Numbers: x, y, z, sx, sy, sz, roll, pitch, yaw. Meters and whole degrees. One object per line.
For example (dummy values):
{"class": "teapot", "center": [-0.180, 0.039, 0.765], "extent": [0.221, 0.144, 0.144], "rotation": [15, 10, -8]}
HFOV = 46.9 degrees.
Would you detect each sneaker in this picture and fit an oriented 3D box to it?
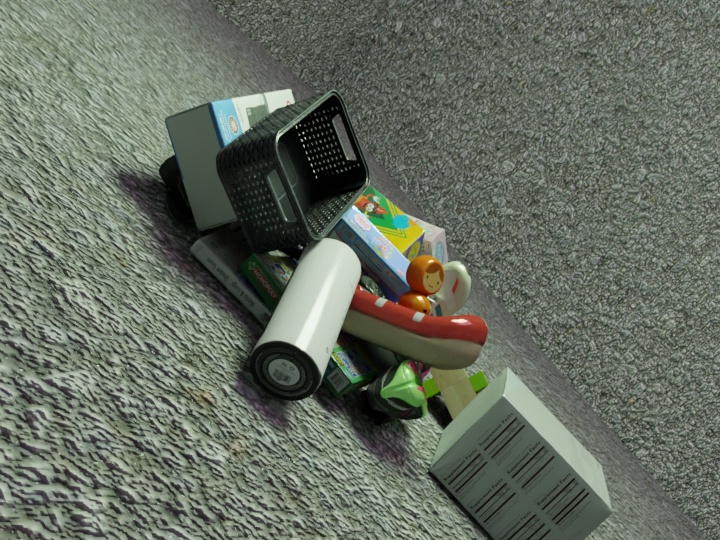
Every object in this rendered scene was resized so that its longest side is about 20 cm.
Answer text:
{"class": "sneaker", "center": [-0.211, -0.101, 1.152], "extent": [0.105, 0.060, 0.199], "rotation": [50, 16, 20]}
{"class": "sneaker", "center": [0.024, 0.111, 1.192], "extent": [0.203, 0.090, 0.076], "rotation": [61, 10, -6]}
{"class": "sneaker", "center": [0.095, 0.064, 1.329], "extent": [0.071, 0.199, 0.093], "rotation": [54, 31, 11]}
{"class": "sneaker", "center": [0.041, 0.159, 1.076], "extent": [0.200, 0.082, 0.078], "rotation": [69, 3, -71]}

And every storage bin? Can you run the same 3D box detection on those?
{"class": "storage bin", "center": [-0.079, -0.126, 1.041], "extent": [0.200, 0.092, 0.137], "rotation": [-52, 125, -53]}

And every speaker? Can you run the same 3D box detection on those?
{"class": "speaker", "center": [-0.056, 0.049, 0.934], "extent": [0.081, 0.081, 0.201], "rotation": [41, 35, -15]}

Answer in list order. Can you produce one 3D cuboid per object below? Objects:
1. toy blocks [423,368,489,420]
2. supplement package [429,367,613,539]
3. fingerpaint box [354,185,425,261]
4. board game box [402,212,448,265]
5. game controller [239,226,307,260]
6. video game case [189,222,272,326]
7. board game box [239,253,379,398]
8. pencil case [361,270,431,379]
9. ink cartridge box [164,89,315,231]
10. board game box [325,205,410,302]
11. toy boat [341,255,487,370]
{"class": "toy blocks", "center": [0.161, 0.197, 1.353], "extent": [0.203, 0.099, 0.137], "rotation": [65, 6, 21]}
{"class": "supplement package", "center": [0.220, 0.272, 1.145], "extent": [0.200, 0.147, 0.191], "rotation": [46, 11, 6]}
{"class": "fingerpaint box", "center": [0.012, -0.035, 1.370], "extent": [0.166, 0.073, 0.201], "rotation": [41, -29, 19]}
{"class": "board game box", "center": [0.068, -0.013, 1.443], "extent": [0.197, 0.043, 0.203], "rotation": [24, -39, 37]}
{"class": "game controller", "center": [-0.118, -0.046, 1.169], "extent": [0.104, 0.042, 0.200], "rotation": [37, 2, -8]}
{"class": "video game case", "center": [-0.130, 0.017, 1.107], "extent": [0.182, 0.024, 0.200], "rotation": [46, 11, -3]}
{"class": "board game box", "center": [-0.061, 0.066, 1.053], "extent": [0.201, 0.029, 0.134], "rotation": [52, 12, 11]}
{"class": "pencil case", "center": [0.033, 0.088, 1.262], "extent": [0.200, 0.094, 0.091], "rotation": [44, 22, -7]}
{"class": "ink cartridge box", "center": [-0.150, -0.152, 1.103], "extent": [0.199, 0.082, 0.148], "rotation": [-32, 107, -60]}
{"class": "board game box", "center": [0.000, 0.000, 1.307], "extent": [0.151, 0.037, 0.200], "rotation": [45, -29, 0]}
{"class": "toy boat", "center": [0.072, 0.045, 1.065], "extent": [0.197, 0.133, 0.130], "rotation": [20, -5, 19]}
